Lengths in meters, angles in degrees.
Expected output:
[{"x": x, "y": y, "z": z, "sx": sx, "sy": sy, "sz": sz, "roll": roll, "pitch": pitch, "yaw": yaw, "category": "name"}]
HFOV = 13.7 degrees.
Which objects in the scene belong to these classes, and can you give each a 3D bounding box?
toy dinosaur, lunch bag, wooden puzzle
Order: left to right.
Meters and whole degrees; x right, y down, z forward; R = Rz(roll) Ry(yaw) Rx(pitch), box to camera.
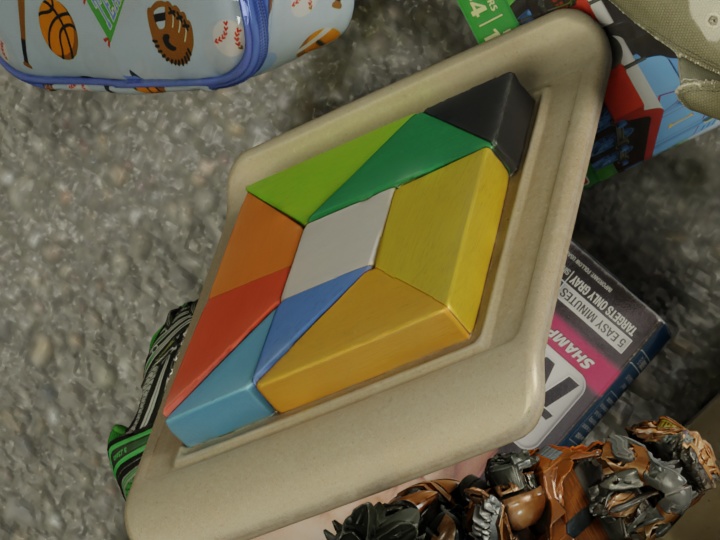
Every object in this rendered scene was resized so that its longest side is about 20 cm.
[{"x": -0.096, "y": -0.153, "z": 1.174, "sx": 0.199, "sy": 0.075, "sz": 0.161, "roll": 6, "pitch": 117, "yaw": 47, "category": "lunch bag"}, {"x": 0.000, "y": 0.000, "z": 1.101, "sx": 0.184, "sy": 0.201, "sz": 0.037, "roll": -22, "pitch": 127, "yaw": 32, "category": "wooden puzzle"}, {"x": 0.034, "y": 0.115, "z": 1.083, "sx": 0.102, "sy": 0.136, "sz": 0.200, "roll": 43, "pitch": 118, "yaw": 0, "category": "toy dinosaur"}]

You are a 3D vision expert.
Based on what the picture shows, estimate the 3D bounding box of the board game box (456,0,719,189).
[{"x": 0.124, "y": -0.133, "z": 1.113, "sx": 0.199, "sy": 0.037, "sz": 0.152, "roll": -26, "pitch": 94, "yaw": 32, "category": "board game box"}]

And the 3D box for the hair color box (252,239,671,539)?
[{"x": 0.020, "y": 0.066, "z": 1.173, "sx": 0.100, "sy": 0.061, "sz": 0.200, "roll": 41, "pitch": 91, "yaw": 10, "category": "hair color box"}]

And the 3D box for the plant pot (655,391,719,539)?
[{"x": 0.190, "y": 0.137, "z": 1.092, "sx": 0.177, "sy": 0.200, "sz": 0.200, "roll": 41, "pitch": 123, "yaw": -4, "category": "plant pot"}]

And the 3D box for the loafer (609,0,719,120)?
[{"x": 0.153, "y": -0.081, "z": 1.061, "sx": 0.200, "sy": 0.075, "sz": 0.070, "roll": 44, "pitch": 134, "yaw": 11, "category": "loafer"}]

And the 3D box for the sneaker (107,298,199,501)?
[{"x": -0.048, "y": 0.030, "z": 1.242, "sx": 0.085, "sy": 0.078, "sz": 0.200, "roll": 47, "pitch": 115, "yaw": 29, "category": "sneaker"}]
